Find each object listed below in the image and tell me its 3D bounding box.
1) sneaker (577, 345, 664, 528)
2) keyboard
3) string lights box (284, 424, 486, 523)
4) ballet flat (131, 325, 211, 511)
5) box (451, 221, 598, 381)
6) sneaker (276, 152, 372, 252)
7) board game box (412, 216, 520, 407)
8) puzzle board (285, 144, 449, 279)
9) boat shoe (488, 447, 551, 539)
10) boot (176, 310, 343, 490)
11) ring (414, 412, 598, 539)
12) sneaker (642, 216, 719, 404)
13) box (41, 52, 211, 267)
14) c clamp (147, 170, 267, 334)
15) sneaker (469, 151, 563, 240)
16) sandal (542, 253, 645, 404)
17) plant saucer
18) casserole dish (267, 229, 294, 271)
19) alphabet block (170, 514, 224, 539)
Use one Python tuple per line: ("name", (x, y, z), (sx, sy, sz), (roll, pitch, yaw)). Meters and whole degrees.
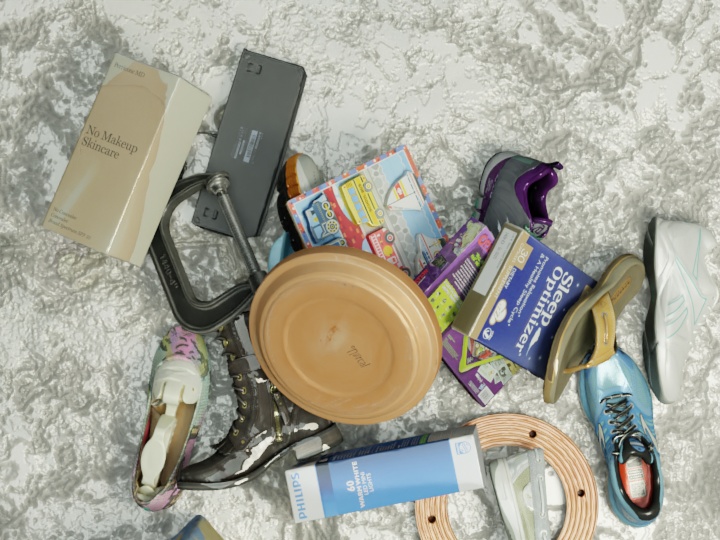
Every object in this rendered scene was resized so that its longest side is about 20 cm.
("sneaker", (0.289, 0.175, 1.743), (0.078, 0.090, 0.201), (-15, 87, -2))
("keyboard", (-0.143, -0.141, 1.774), (0.126, 0.021, 0.201), (17, 87, -2))
("string lights box", (0.029, 0.211, 1.716), (0.199, 0.103, 0.059), (-12, 89, 7))
("ballet flat", (-0.203, 0.158, 1.738), (0.069, 0.071, 0.201), (12, 88, 6))
("box", (0.183, 0.041, 1.706), (0.032, 0.200, 0.122), (25, 87, 40))
("sneaker", (-0.020, -0.033, 1.716), (0.092, 0.076, 0.201), (-23, 96, -24))
("board game box", (0.122, 0.046, 1.700), (0.120, 0.200, 0.032), (-43, 46, -5))
("puzzle board", (0.028, -0.010, 1.685), (0.150, 0.017, 0.201), (-27, 98, -22))
("boat shoe", (0.192, 0.290, 1.730), (0.064, 0.074, 0.203), (-18, 82, 3))
("boot", (-0.123, 0.128, 1.724), (0.199, 0.069, 0.175), (-20, 92, -11))
("ring", (0.158, 0.254, 1.774), (0.199, 0.019, 0.202), (0, 89, -1))
("sneaker", (0.346, 0.044, 1.759), (0.080, 0.070, 0.201), (3, 88, -4))
("box", (-0.245, -0.116, 1.728), (0.095, 0.078, 0.201), (20, 88, 23))
("c clamp", (-0.144, -0.024, 1.713), (0.171, 0.027, 0.200), (-39, 65, 19))
("sneaker", (0.155, -0.027, 1.736), (0.074, 0.087, 0.201), (14, 88, -42))
("sandal", (0.253, 0.061, 1.722), (0.054, 0.081, 0.200), (26, 57, 28))
("plant saucer", (-0.018, 0.070, 1.634), (0.199, 0.032, 0.201), (8, 122, 14))
("casserole dish", (0.000, 0.000, 1.765), (0.199, 0.039, 0.122), (7, 88, -2))
("alphabet block", (-0.175, 0.397, 1.675), (0.196, 0.195, 0.200), (-42, 91, 0))
